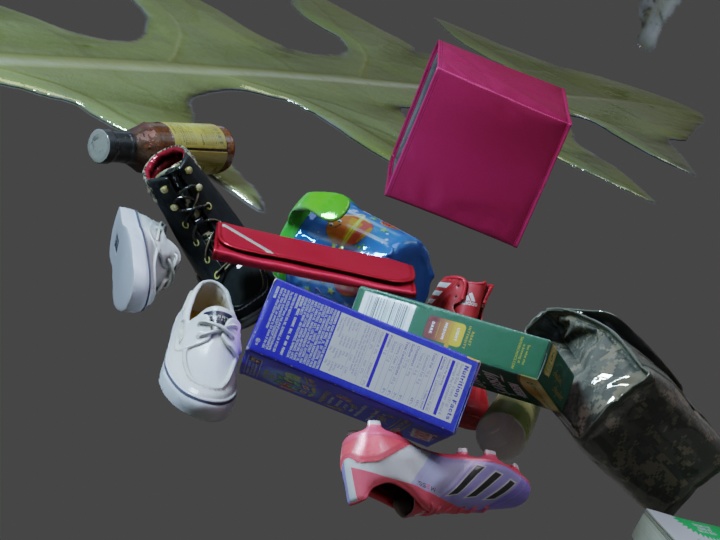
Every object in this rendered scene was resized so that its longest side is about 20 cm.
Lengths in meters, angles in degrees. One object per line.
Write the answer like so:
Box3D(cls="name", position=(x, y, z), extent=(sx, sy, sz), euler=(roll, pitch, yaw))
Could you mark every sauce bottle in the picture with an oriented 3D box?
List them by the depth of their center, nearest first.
Box3D(cls="sauce bottle", position=(-0.240, -0.149, 2.005), extent=(0.066, 0.066, 0.199), euler=(36, 23, 35))

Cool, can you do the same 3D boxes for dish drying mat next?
Box3D(cls="dish drying mat", position=(-0.044, -0.011, 1.614), extent=(0.199, 0.018, 0.077), euler=(11, 20, -7))

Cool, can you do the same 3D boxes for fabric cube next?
Box3D(cls="fabric cube", position=(0.162, -0.181, 2.316), extent=(0.198, 0.197, 0.200), euler=(20, 19, -4))

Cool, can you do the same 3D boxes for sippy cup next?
Box3D(cls="sippy cup", position=(0.000, 0.000, 1.733), extent=(0.130, 0.140, 0.177), euler=(19, 3, 39))

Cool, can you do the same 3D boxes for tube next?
Box3D(cls="tube", position=(0.164, 0.133, 1.695), extent=(0.052, 0.058, 0.200), euler=(50, 22, -1))

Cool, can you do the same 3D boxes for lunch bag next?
Box3D(cls="lunch bag", position=(0.259, 0.129, 1.681), extent=(0.164, 0.118, 0.200), euler=(44, 6, -31))

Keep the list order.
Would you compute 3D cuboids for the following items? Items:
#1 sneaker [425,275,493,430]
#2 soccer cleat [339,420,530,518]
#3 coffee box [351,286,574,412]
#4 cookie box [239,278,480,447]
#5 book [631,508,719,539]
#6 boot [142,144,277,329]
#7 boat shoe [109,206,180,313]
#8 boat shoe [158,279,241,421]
Box3D(cls="sneaker", position=(0.099, 0.072, 1.719), extent=(0.078, 0.116, 0.200), euler=(13, 23, -23))
Box3D(cls="soccer cleat", position=(0.067, 0.193, 1.482), extent=(0.199, 0.067, 0.077), euler=(21, 57, -30))
Box3D(cls="coffee box", position=(0.096, 0.076, 1.586), extent=(0.199, 0.044, 0.123), euler=(16, -14, 21))
Box3D(cls="cookie box", position=(-0.004, 0.089, 1.530), extent=(0.199, 0.076, 0.171), euler=(22, -12, -2))
Box3D(cls="book", position=(0.350, 0.299, 1.521), extent=(0.133, 0.048, 0.200), euler=(16, 19, -28))
Box3D(cls="boot", position=(-0.154, -0.034, 1.683), extent=(0.154, 0.073, 0.204), euler=(58, -2, -25))
Box3D(cls="boat shoe", position=(-0.214, -0.008, 1.676), extent=(0.065, 0.072, 0.200), euler=(11, 14, -15))
Box3D(cls="boat shoe", position=(-0.142, 0.067, 1.547), extent=(0.071, 0.070, 0.200), euler=(18, 21, -10))
